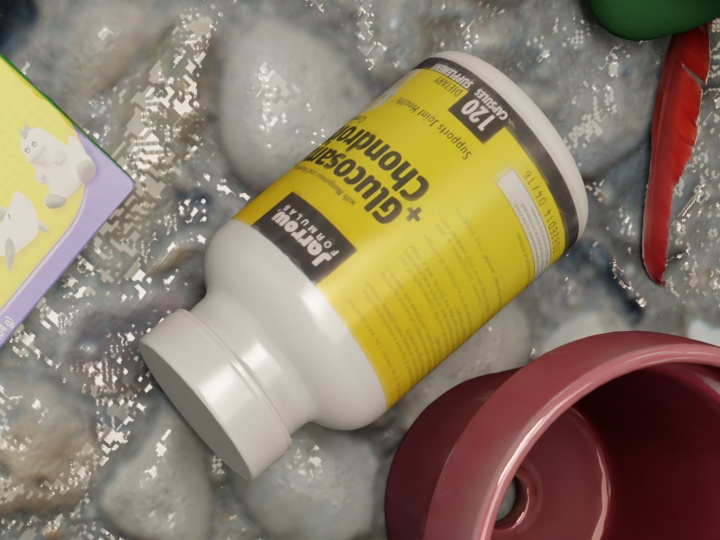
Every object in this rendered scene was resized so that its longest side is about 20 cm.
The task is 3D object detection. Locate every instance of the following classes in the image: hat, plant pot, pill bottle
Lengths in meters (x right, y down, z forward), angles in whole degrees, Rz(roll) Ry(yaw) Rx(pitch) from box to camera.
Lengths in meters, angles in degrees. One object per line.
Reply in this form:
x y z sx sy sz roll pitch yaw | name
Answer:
0.132 -0.142 0.922 0.164 0.176 0.202 19 50 -20 | hat
0.102 0.122 0.845 0.198 0.179 0.203 -2 95 -21 | plant pot
0.000 0.000 0.829 0.200 0.112 0.112 -40 108 -15 | pill bottle

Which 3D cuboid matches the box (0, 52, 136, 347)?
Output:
-0.206 -0.062 0.775 0.200 0.048 0.118 43 78 -18 | box
